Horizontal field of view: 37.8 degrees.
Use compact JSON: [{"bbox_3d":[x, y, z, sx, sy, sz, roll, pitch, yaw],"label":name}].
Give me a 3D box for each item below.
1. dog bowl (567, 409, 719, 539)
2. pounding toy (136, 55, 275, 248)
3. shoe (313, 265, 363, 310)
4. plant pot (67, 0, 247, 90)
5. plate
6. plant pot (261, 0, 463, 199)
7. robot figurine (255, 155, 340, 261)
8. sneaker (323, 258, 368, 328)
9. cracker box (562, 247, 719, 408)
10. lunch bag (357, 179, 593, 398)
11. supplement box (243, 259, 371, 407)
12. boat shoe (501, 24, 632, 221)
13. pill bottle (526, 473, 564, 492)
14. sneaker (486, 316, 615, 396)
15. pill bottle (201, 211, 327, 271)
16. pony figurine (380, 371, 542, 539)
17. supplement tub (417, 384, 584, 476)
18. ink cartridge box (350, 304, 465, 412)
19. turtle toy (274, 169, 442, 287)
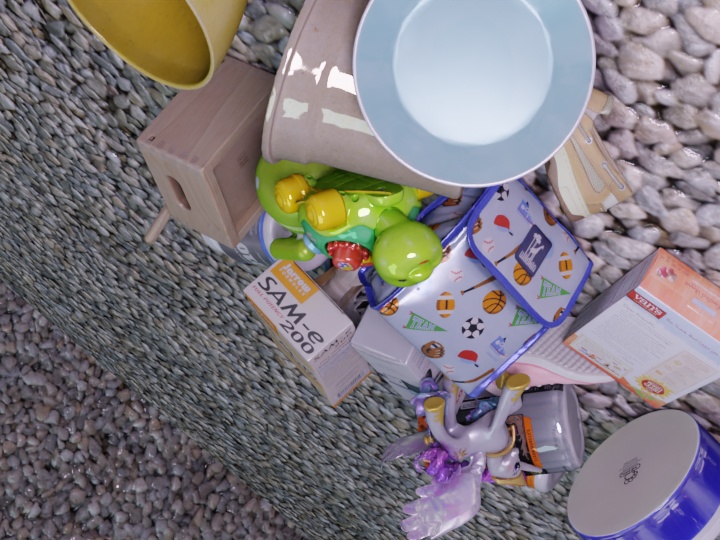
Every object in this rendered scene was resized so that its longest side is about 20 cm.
[{"bbox_3d":[0.348,0.266,1.265,0.079,0.200,0.200,45,155,-12],"label":"dog bowl"},{"bbox_3d":[-0.185,-0.130,1.292,0.142,0.184,0.200,26,154,23],"label":"pounding toy"},{"bbox_3d":[0.000,0.000,1.286,0.054,0.070,0.200,63,146,9],"label":"shoe"},{"bbox_3d":[-0.183,-0.301,1.033,0.199,0.142,0.200,29,155,15],"label":"plant pot"},{"bbox_3d":[0.093,-0.169,0.870,0.200,0.200,0.026,38,-174,-3],"label":"plate"},{"bbox_3d":[0.032,-0.161,0.968,0.183,0.201,0.201,22,155,5],"label":"plant pot"},{"bbox_3d":[-0.049,-0.094,1.218,0.115,0.176,0.200,12,173,18],"label":"robot figurine"},{"bbox_3d":[-0.004,0.030,1.378,0.073,0.072,0.201,63,-177,-58],"label":"sneaker"},{"bbox_3d":[0.318,0.067,1.122,0.134,0.058,0.200,35,157,1],"label":"cracker box"},{"bbox_3d":[0.127,0.006,1.115,0.170,0.200,0.124,44,-171,-24],"label":"lunch bag"},{"bbox_3d":[-0.062,0.079,1.309,0.126,0.073,0.200,45,169,22],"label":"supplement box"},{"bbox_3d":[0.186,-0.142,0.930,0.076,0.072,0.201,-19,119,21],"label":"boat shoe"},{"bbox_3d":[0.199,0.223,1.497,0.199,0.113,0.113,23,153,27],"label":"pill bottle"},{"bbox_3d":[0.214,0.107,1.266,0.199,0.076,0.105,7,150,5],"label":"sneaker"},{"bbox_3d":[-0.130,-0.063,1.421,0.200,0.114,0.114,9,145,52],"label":"pill bottle"},{"bbox_3d":[0.119,0.207,1.245,0.167,0.192,0.201,-109,6,-52],"label":"pony figurine"},{"bbox_3d":[0.183,0.210,1.376,0.199,0.123,0.123,-11,135,21],"label":"supplement tub"},{"bbox_3d":[0.084,0.075,1.298,0.086,0.147,0.200,18,163,31],"label":"ink cartridge box"},{"bbox_3d":[0.010,-0.049,1.052,0.200,0.145,0.102,32,136,57],"label":"turtle toy"}]
